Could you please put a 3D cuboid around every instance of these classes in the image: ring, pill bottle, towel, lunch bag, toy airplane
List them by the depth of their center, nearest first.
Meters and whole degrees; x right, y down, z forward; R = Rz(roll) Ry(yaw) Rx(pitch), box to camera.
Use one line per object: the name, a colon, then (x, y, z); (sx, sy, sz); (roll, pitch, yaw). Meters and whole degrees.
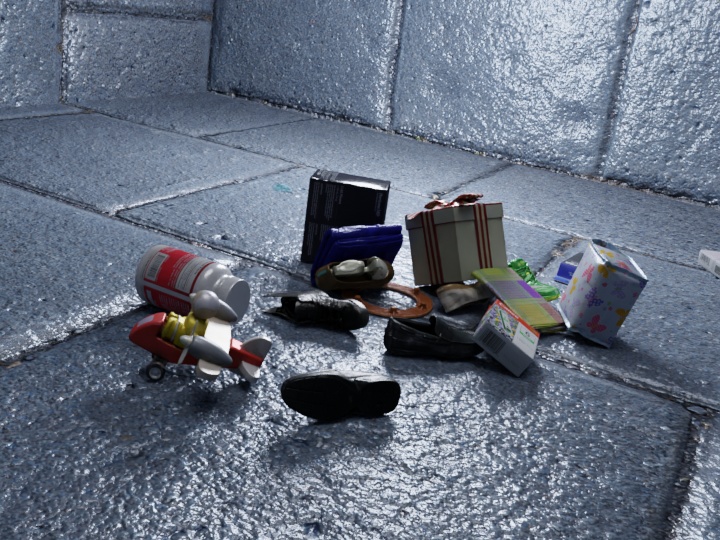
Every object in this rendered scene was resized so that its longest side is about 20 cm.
toy airplane: (-0.235, 0.102, 1.312); (0.198, 0.143, 0.198); (22, 22, 36)
pill bottle: (-0.305, 0.031, 1.533); (0.197, 0.114, 0.112); (17, 21, 23)
lunch bag: (0.502, 0.038, 1.755); (0.126, 0.171, 0.200); (23, 17, -7)
towel: (0.335, 0.063, 1.757); (0.142, 0.023, 0.200); (-2, 39, -42)
ring: (0.058, 0.054, 1.774); (0.197, 0.020, 0.201); (7, 18, -2)
towel: (-0.005, -0.030, 1.806); (0.198, 0.149, 0.050); (-6, 42, -36)

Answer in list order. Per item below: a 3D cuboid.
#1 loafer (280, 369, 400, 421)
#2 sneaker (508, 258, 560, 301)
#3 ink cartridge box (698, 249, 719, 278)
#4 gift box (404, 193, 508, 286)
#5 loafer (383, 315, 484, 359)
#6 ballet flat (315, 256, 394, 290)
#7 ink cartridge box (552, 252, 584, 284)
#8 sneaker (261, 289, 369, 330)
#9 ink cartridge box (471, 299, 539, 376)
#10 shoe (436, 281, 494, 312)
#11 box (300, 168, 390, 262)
loafer: (-0.037, 0.186, 1.283); (0.197, 0.074, 0.072); (9, 7, -30)
sneaker: (0.364, 0.019, 1.908); (0.198, 0.085, 0.074); (24, 23, 36)
ink cartridge box: (1.080, -0.005, 2.353); (0.196, 0.058, 0.163); (1, 19, -7)
gift box: (0.209, -0.070, 1.856); (0.198, 0.190, 0.183); (-6, -1, -44)
loafer: (0.139, 0.120, 1.535); (0.197, 0.072, 0.068); (4, 20, -14)
ballet flat: (0.000, 0.000, 1.747); (0.197, 0.072, 0.069); (-3, 65, -30)
ink cartridge box: (0.569, 0.000, 2.128); (0.098, 0.040, 0.199); (19, 22, 27)
sneaker: (-0.086, 0.077, 1.587); (0.198, 0.061, 0.103); (18, 19, 40)
ink cartridge box: (0.282, 0.114, 1.584); (0.109, 0.051, 0.200); (39, 24, 4)
shoe: (0.241, 0.057, 1.806); (0.198, 0.070, 0.054); (-4, 67, -42)
box: (-0.034, -0.115, 1.940); (0.179, 0.203, 0.104); (10, 18, 5)
